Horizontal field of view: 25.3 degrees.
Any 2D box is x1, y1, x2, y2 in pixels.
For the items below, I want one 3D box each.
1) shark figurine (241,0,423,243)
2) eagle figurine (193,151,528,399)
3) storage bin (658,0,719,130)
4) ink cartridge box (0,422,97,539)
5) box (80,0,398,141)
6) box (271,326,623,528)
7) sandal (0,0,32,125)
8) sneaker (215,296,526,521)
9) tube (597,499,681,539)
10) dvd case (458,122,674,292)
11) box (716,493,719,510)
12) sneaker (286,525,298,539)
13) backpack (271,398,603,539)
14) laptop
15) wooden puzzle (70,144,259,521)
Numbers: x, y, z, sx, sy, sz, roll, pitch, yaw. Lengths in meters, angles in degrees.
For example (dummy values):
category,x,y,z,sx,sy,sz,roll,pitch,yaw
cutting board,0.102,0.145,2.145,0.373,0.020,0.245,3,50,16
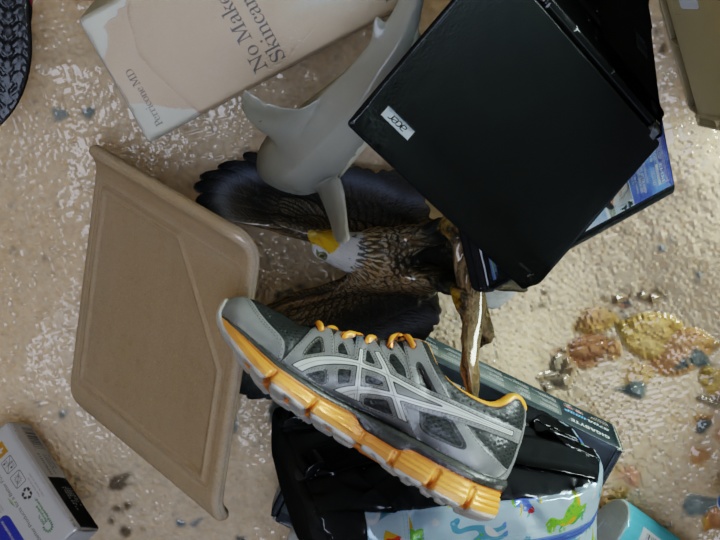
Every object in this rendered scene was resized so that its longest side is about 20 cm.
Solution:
category,x,y,z,sx,sy,sz,roll,pitch,yaw
shark figurine,-0.021,-0.109,0.925,0.089,0.129,0.215,17,128,-25
eagle figurine,-0.004,-0.004,1.028,0.199,0.152,0.151,-5,132,37
storage bin,0.248,-0.185,0.950,0.093,0.198,0.201,-23,107,-11
ink cartridge box,-0.283,0.207,1.123,0.200,0.037,0.095,-42,69,9
box,-0.067,-0.172,1.014,0.199,0.078,0.095,-28,106,8
box,0.059,0.141,1.125,0.199,0.046,0.160,26,105,-7
sandal,-0.243,-0.177,1.038,0.075,0.045,0.201,10,93,-8
sneaker,0.006,0.066,0.934,0.199,0.078,0.078,31,83,2
tube,0.246,0.241,1.157,0.200,0.050,0.077,39,108,-15
dvd case,0.122,-0.086,0.997,0.017,0.199,0.144,2,111,46
box,0.339,0.098,1.117,0.120,0.032,0.201,23,106,-6
sneaker,-0.005,0.271,1.126,0.111,0.073,0.201,10,126,7
backpack,0.057,0.148,1.030,0.199,0.163,0.155,-15,112,-10
laptop,0.089,-0.128,0.935,0.103,0.201,0.177,-24,134,29
wooden puzzle,-0.126,0.037,1.041,0.037,0.185,0.201,-11,117,-37
